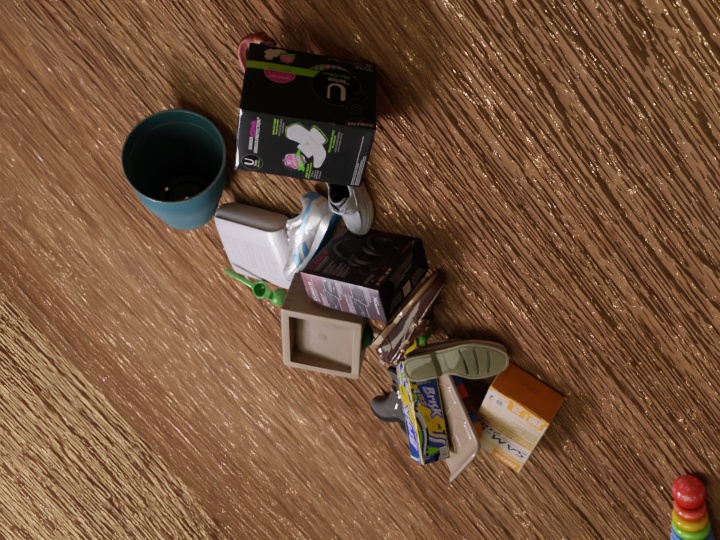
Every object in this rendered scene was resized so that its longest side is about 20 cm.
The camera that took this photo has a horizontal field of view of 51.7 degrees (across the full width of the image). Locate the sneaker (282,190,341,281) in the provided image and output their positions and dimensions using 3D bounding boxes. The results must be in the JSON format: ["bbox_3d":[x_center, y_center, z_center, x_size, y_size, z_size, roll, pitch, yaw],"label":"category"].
[{"bbox_3d":[-0.106,-0.064,1.428,0.080,0.076,0.202,38,126,8],"label":"sneaker"}]

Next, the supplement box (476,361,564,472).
[{"bbox_3d":[0.289,0.280,1.406,0.125,0.074,0.202,31,144,18],"label":"supplement box"}]

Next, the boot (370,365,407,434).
[{"bbox_3d":[0.080,0.264,1.613,0.199,0.066,0.134,13,115,60],"label":"boot"}]

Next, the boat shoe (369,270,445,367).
[{"bbox_3d":[0.099,0.091,1.359,0.070,0.070,0.201,40,118,5],"label":"boat shoe"}]

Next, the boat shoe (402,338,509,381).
[{"bbox_3d":[0.177,0.157,1.378,0.195,0.069,0.076,-5,111,15],"label":"boat shoe"}]

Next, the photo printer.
[{"bbox_3d":[-0.199,-0.050,1.550,0.197,0.070,0.169,15,138,33],"label":"photo printer"}]

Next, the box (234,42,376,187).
[{"bbox_3d":[-0.082,-0.231,1.113,0.195,0.151,0.125,7,143,-10],"label":"box"}]

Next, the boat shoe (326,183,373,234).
[{"bbox_3d":[-0.031,-0.137,1.293,0.069,0.072,0.204,15,136,33],"label":"boat shoe"}]

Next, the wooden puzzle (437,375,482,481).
[{"bbox_3d":[0.185,0.292,1.470,0.186,0.045,0.204,109,148,-58],"label":"wooden puzzle"}]

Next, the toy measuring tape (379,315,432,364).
[{"bbox_3d":[0.074,0.131,1.470,0.074,0.074,0.200,45,145,-4],"label":"toy measuring tape"}]

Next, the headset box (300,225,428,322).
[{"bbox_3d":[0.000,0.000,1.338,0.197,0.149,0.078,14,135,36],"label":"headset box"}]

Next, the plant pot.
[{"bbox_3d":[-0.356,-0.181,1.481,0.198,0.201,0.189,35,159,11],"label":"plant pot"}]

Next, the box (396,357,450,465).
[{"bbox_3d":[0.123,0.274,1.476,0.070,0.063,0.205,170,91,-73],"label":"box"}]

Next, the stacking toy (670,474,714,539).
[{"bbox_3d":[0.575,0.440,1.289,0.084,0.085,0.203,9,128,38],"label":"stacking toy"}]

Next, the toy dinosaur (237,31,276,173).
[{"bbox_3d":[-0.152,-0.289,1.201,0.103,0.205,0.181,3,163,22],"label":"toy dinosaur"}]

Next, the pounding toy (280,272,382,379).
[{"bbox_3d":[-0.041,0.107,1.450,0.195,0.144,0.187,10,134,7],"label":"pounding toy"}]

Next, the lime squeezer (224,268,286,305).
[{"bbox_3d":[-0.197,0.040,1.590,0.196,0.071,0.038,22,115,-15],"label":"lime squeezer"}]
